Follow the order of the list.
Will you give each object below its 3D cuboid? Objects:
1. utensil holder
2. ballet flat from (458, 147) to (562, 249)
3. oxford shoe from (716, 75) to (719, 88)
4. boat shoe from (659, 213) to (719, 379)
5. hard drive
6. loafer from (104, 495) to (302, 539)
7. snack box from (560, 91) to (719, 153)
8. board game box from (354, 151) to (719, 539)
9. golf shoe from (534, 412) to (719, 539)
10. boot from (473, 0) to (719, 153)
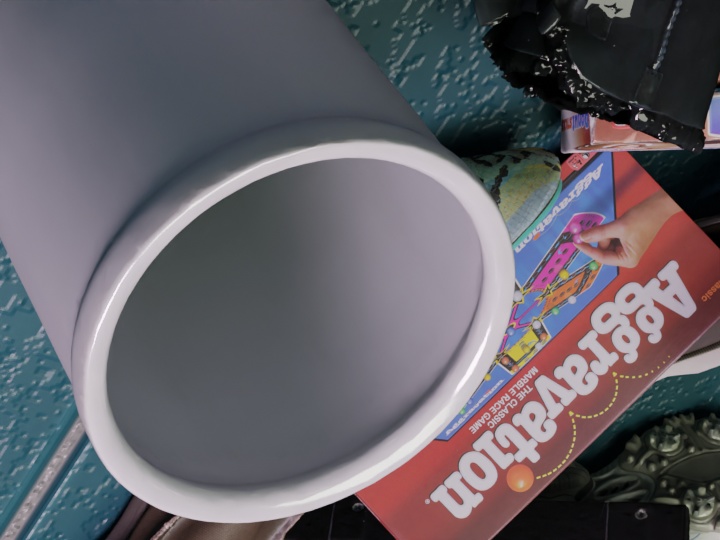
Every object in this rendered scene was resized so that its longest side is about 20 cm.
[{"bbox_3d":[-0.059,-0.031,0.962,0.169,0.200,0.170,-16,132,-19],"label":"utensil holder"},{"bbox_3d":[0.000,0.000,1.117,0.200,0.074,0.074,-42,134,2],"label":"ballet flat"},{"bbox_3d":[0.167,-0.119,1.127,0.199,0.071,0.074,-3,96,-21],"label":"oxford shoe"},{"bbox_3d":[0.112,0.031,1.198,0.201,0.072,0.060,-24,134,-20],"label":"boat shoe"},{"bbox_3d":[0.064,0.172,1.241,0.199,0.038,0.140,2,132,8],"label":"hard drive"},{"bbox_3d":[-0.086,0.150,1.181,0.200,0.071,0.073,-46,133,11],"label":"loafer"},{"bbox_3d":[0.194,-0.068,1.122,0.199,0.072,0.024,-2,91,-6],"label":"snack box"},{"bbox_3d":[0.074,0.039,1.149,0.200,0.103,0.019,-44,179,-5],"label":"board game box"},{"bbox_3d":[0.149,0.136,1.308,0.199,0.078,0.097,-8,135,-12],"label":"golf shoe"},{"bbox_3d":[0.153,-0.130,1.052,0.198,0.073,0.163,18,91,-29],"label":"boot"}]
